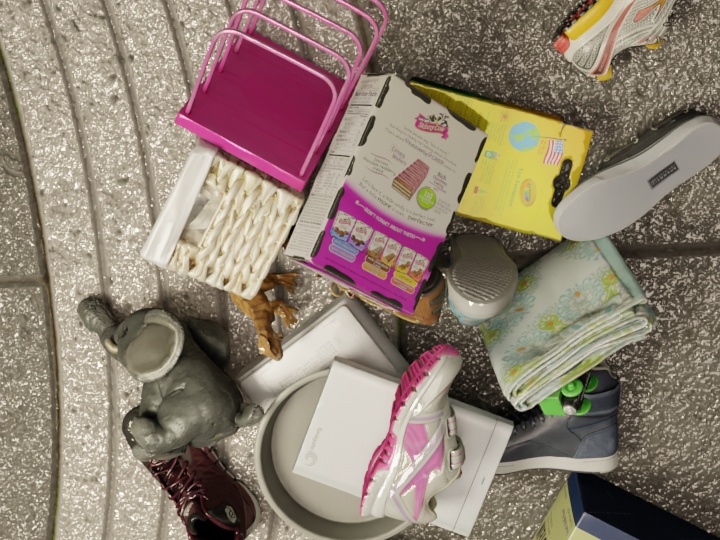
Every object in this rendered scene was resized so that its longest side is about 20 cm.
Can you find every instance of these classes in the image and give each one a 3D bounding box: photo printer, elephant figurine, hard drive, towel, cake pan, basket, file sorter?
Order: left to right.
[{"bbox_3d":[-0.210,0.096,1.481,0.155,0.142,0.201,-13,77,-16],"label":"elephant figurine"},{"bbox_3d":[-0.132,-0.068,1.407,0.123,0.200,0.136,27,106,-7],"label":"basket"},{"bbox_3d":[-0.068,-0.205,1.348,0.139,0.200,0.126,28,127,-2],"label":"file sorter"},{"bbox_3d":[-0.015,0.147,1.513,0.166,0.069,0.200,-38,98,11],"label":"photo printer"},{"bbox_3d":[-0.013,0.196,1.468,0.199,0.037,0.201,1,103,3],"label":"cake pan"},{"bbox_3d":[0.044,0.184,1.430,0.199,0.027,0.132,20,103,-1],"label":"hard drive"},{"bbox_3d":[0.203,0.043,1.404,0.171,0.200,0.048,-33,116,11],"label":"towel"}]

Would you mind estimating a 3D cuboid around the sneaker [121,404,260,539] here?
[{"bbox_3d":[-0.194,0.237,1.527,0.200,0.116,0.076,43,103,-6],"label":"sneaker"}]

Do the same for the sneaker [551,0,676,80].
[{"bbox_3d":[0.292,-0.275,1.387,0.200,0.078,0.082,-41,101,22],"label":"sneaker"}]

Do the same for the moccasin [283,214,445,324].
[{"bbox_3d":[0.001,-0.001,1.459,0.201,0.074,0.078,22,140,19],"label":"moccasin"}]

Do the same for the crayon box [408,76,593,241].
[{"bbox_3d":[0.132,-0.117,1.445,0.199,0.051,0.127,16,104,2],"label":"crayon box"}]

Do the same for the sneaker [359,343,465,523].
[{"bbox_3d":[0.068,0.168,1.377,0.088,0.081,0.201,19,110,-3],"label":"sneaker"}]

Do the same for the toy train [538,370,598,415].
[{"bbox_3d":[0.230,0.070,1.424,0.056,0.200,0.042,-3,134,31],"label":"toy train"}]

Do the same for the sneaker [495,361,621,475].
[{"bbox_3d":[0.185,0.145,1.483,0.201,0.077,0.147,-1,115,-4],"label":"sneaker"}]

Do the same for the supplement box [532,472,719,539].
[{"bbox_3d":[0.279,0.364,1.506,0.199,0.134,0.200,27,104,-2],"label":"supplement box"}]

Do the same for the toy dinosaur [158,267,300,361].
[{"bbox_3d":[-0.122,0.023,1.486,0.106,0.200,0.061,3,117,-40],"label":"toy dinosaur"}]

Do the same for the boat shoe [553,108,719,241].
[{"bbox_3d":[0.283,-0.100,1.416,0.200,0.057,0.069,-31,124,-1],"label":"boat shoe"}]

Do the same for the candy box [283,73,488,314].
[{"bbox_3d":[0.026,-0.075,1.346,0.136,0.061,0.201,28,82,-32],"label":"candy box"}]

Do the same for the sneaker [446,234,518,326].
[{"bbox_3d":[0.124,0.026,1.406,0.074,0.200,0.082,1,108,6],"label":"sneaker"}]
